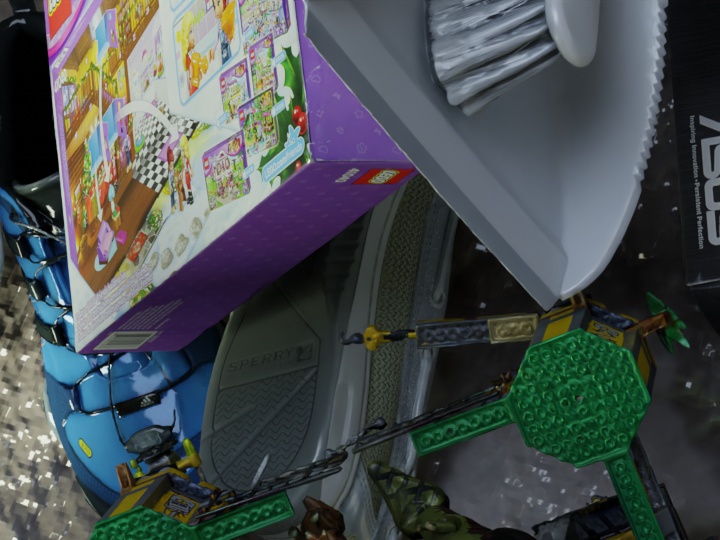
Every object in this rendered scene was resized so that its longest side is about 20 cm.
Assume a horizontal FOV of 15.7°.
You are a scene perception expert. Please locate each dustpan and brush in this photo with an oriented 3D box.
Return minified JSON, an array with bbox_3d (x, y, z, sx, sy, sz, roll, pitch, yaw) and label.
[{"bbox_3d":[0.053,-0.109,0.700,0.057,0.140,0.200,-14,50,29],"label":"dustpan and brush"}]

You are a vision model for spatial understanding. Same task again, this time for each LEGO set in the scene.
[{"bbox_3d":[0.024,0.086,0.765,0.200,0.116,0.154,-31,96,13],"label":"LEGO set"}]

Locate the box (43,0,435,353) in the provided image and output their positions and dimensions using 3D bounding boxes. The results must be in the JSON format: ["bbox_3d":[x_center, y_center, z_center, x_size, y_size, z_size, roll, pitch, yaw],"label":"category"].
[{"bbox_3d":[-0.043,-0.066,0.764,0.039,0.200,0.137,-1,75,-25],"label":"box"}]

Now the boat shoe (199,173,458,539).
[{"bbox_3d":[0.001,0.000,0.863,0.074,0.065,0.202,-14,55,38],"label":"boat shoe"}]

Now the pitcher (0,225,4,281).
[{"bbox_3d":[-0.216,-0.031,0.937,0.200,0.121,0.172,5,61,37],"label":"pitcher"}]

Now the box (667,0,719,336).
[{"bbox_3d":[0.178,-0.087,0.830,0.158,0.048,0.200,-9,64,20],"label":"box"}]

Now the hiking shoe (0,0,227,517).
[{"bbox_3d":[-0.091,0.003,0.879,0.074,0.087,0.200,-25,60,11],"label":"hiking shoe"}]
